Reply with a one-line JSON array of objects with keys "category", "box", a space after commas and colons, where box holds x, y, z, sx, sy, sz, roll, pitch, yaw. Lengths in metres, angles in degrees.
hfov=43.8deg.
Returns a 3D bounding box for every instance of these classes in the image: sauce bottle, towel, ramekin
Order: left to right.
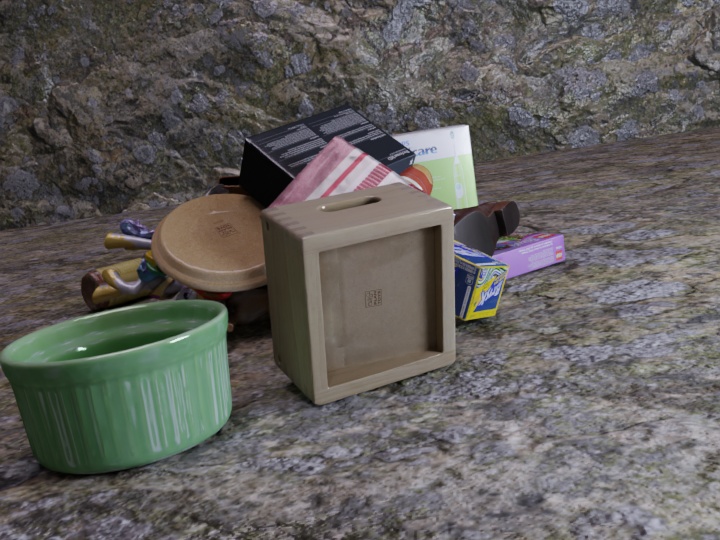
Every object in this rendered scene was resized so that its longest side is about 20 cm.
[{"category": "ramekin", "box": [-0.206, 0.099, 0.789, 0.195, 0.100, 0.200, -8, 10, 1]}, {"category": "sauce bottle", "box": [-0.364, 0.013, 1.484, 0.065, 0.068, 0.198, 1, 11, 41]}, {"category": "towel", "box": [-0.006, -0.061, 1.031, 0.199, 0.023, 0.144, 36, 77, 31]}]

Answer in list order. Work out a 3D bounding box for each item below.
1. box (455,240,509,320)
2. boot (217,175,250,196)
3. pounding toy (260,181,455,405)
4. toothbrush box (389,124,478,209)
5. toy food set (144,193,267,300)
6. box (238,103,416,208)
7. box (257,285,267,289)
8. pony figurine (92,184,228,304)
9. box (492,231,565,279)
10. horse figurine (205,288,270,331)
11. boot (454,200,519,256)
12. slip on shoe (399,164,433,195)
[{"category": "box", "box": [0.070, -0.011, 1.042, 0.198, 0.066, 0.069, 26, 18, 36]}, {"category": "boot", "box": [-0.172, -0.081, 1.364, 0.184, 0.070, 0.200, 7, -19, 19]}, {"category": "pounding toy", "box": [0.010, 0.019, 0.875, 0.196, 0.189, 0.142, -13, 23, -25]}, {"category": "toothbrush box", "box": [0.099, -0.109, 1.363, 0.142, 0.205, 0.086, -11, 11, -11]}, {"category": "toy food set", "box": [-0.171, -0.034, 1.144, 0.196, 0.049, 0.199, 29, 44, 26]}, {"category": "box", "box": [-0.043, -0.135, 1.195, 0.140, 0.080, 0.198, 37, 43, 27]}, {"category": "box", "box": [-0.179, 0.003, 1.443, 0.135, 0.039, 0.198, -18, 14, -39]}, {"category": "pony figurine", "box": [-0.264, -0.016, 1.277, 0.195, 0.168, 0.196, 10, 53, 16]}, {"category": "box", "box": [0.170, -0.015, 1.251, 0.197, 0.040, 0.136, -16, 13, -33]}, {"category": "horse figurine", "box": [-0.143, 0.050, 1.122, 0.195, 0.051, 0.132, -15, 4, -13]}, {"category": "boot", "box": [0.092, -0.043, 1.200, 0.197, 0.066, 0.185, -5, 11, 38]}, {"category": "slip on shoe", "box": [0.042, -0.068, 1.170, 0.061, 0.074, 0.201, -50, -3, -35]}]
